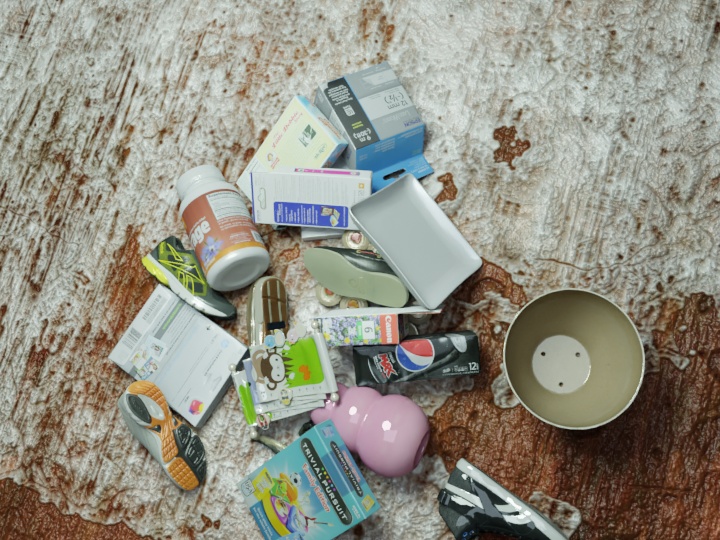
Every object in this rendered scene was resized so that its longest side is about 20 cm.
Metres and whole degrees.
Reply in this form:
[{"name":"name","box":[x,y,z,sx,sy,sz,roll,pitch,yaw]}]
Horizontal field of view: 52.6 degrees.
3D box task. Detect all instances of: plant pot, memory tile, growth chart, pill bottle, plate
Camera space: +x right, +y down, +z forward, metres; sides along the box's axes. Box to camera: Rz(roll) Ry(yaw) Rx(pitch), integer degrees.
[{"name":"plant pot","box":[0.313,0.139,1.109,0.197,0.135,0.203,-1,78,7]},{"name":"memory tile","box":[0.033,0.028,1.216,0.199,0.017,0.155,30,94,11]},{"name":"growth chart","box":[-0.123,0.168,1.144,0.198,0.018,0.146,-25,86,26]},{"name":"pill bottle","box":[-0.239,-0.075,1.234,0.111,0.112,0.201,-29,67,1]},{"name":"plate","box":[0.087,-0.046,1.162,0.201,0.199,0.032,50,130,4]}]

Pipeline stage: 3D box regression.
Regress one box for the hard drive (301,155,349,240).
[{"name":"hard drive","box":[-0.042,-0.158,1.274,0.130,0.025,0.203,-5,78,6]}]

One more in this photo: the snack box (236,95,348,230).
[{"name":"snack box","box":[-0.119,-0.180,1.234,0.116,0.037,0.200,49,120,14]}]

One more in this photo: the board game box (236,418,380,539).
[{"name":"board game box","box":[-0.085,0.346,1.120,0.200,0.047,0.152,-41,74,29]}]

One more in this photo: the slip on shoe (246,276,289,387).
[{"name":"slip on shoe","box":[-0.160,0.112,1.221,0.060,0.075,0.203,-7,86,49]}]

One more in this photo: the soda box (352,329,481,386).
[{"name":"soda box","box":[0.088,0.138,1.159,0.197,0.071,0.064,-6,93,2]}]

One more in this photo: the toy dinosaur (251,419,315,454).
[{"name":"toy dinosaur","box":[-0.082,0.298,1.177,0.199,0.047,0.089,33,95,16]}]

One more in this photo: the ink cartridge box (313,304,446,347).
[{"name":"ink cartridge box","box":[0.034,0.086,1.148,0.197,0.109,0.051,-3,92,12]}]

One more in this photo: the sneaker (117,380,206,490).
[{"name":"sneaker","box":[-0.331,0.275,1.210,0.075,0.092,0.201,-33,95,-40]}]

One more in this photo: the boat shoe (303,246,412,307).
[{"name":"boat shoe","box":[0.000,0.002,1.187,0.199,0.063,0.074,17,126,24]}]

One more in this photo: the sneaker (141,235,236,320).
[{"name":"sneaker","box":[-0.284,0.010,1.247,0.199,0.075,0.085,34,84,13]}]

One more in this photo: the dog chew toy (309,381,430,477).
[{"name":"dog chew toy","box":[0.007,0.239,1.142,0.198,0.125,0.126,21,82,19]}]

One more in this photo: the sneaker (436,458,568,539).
[{"name":"sneaker","box":[0.207,0.391,1.110,0.199,0.073,0.113,34,88,21]}]

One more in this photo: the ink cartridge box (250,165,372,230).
[{"name":"ink cartridge box","box":[-0.079,-0.119,1.193,0.197,0.037,0.096,3,122,2]}]

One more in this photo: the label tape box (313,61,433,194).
[{"name":"label tape box","box":[0.029,-0.240,1.236,0.142,0.066,0.201,-24,74,-22]}]

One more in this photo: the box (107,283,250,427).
[{"name":"box","box":[-0.306,0.143,1.241,0.199,0.041,0.157,33,85,14]}]
